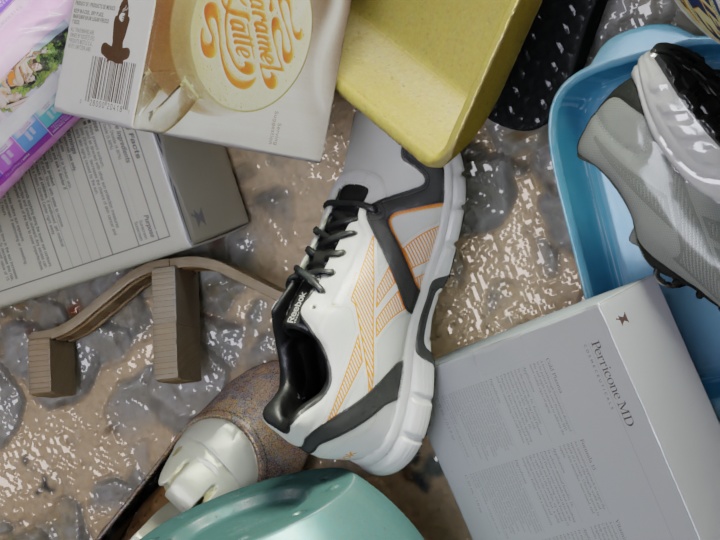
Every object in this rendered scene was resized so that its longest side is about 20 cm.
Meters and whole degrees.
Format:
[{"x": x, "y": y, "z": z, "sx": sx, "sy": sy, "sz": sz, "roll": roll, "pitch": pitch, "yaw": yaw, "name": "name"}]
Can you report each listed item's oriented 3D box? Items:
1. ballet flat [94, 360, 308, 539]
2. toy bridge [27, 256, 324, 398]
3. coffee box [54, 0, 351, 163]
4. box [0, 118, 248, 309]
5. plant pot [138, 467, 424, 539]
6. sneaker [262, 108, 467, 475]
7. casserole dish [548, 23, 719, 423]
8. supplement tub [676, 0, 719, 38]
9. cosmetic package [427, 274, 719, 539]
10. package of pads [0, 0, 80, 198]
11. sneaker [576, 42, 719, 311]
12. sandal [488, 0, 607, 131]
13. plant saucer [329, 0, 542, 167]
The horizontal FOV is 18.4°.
[{"x": -0.096, "y": 0.132, "z": 1.211, "sx": 0.068, "sy": 0.067, "sz": 0.200, "roll": 43, "pitch": 111, "yaw": 12, "name": "ballet flat"}, {"x": -0.101, "y": 0.028, "z": 1.209, "sx": 0.199, "sy": 0.027, "sz": 0.068, "roll": -7, "pitch": 81, "yaw": 27, "name": "toy bridge"}, {"x": -0.065, "y": -0.163, "z": 1.073, "sx": 0.080, "sy": 0.114, "sz": 0.202, "roll": 16, "pitch": 95, "yaw": 51, "name": "coffee box"}, {"x": -0.172, "y": -0.034, "z": 1.206, "sx": 0.199, "sy": 0.078, "sz": 0.096, "roll": -15, "pitch": 93, "yaw": 23, "name": "box"}, {"x": -0.035, "y": 0.196, "z": 1.120, "sx": 0.199, "sy": 0.200, "sz": 0.162, "roll": -16, "pitch": 98, "yaw": 23, "name": "plant pot"}, {"x": 0.000, "y": 0.000, "z": 1.119, "sx": 0.074, "sy": 0.080, "sz": 0.202, "roll": -5, "pitch": 77, "yaw": 56, "name": "sneaker"}, {"x": 0.166, "y": -0.023, "z": 1.097, "sx": 0.120, "sy": 0.039, "sz": 0.201, "roll": -14, "pitch": 93, "yaw": 23, "name": "casserole dish"}, {"x": 0.201, "y": -0.152, "z": 0.937, "sx": 0.144, "sy": 0.200, "sz": 0.146, "roll": -1, "pitch": 104, "yaw": -3, "name": "supplement tub"}, {"x": 0.121, "y": 0.119, "z": 1.103, "sx": 0.150, "sy": 0.052, "sz": 0.201, "roll": -23, "pitch": 91, "yaw": 51, "name": "cosmetic package"}, {"x": -0.191, "y": -0.110, "z": 1.142, "sx": 0.200, "sy": 0.076, "sz": 0.120, "roll": -46, "pitch": 44, "yaw": -6, "name": "package of pads"}, {"x": 0.178, "y": -0.009, "z": 1.043, "sx": 0.079, "sy": 0.074, "sz": 0.201, "roll": -41, "pitch": 78, "yaw": 31, "name": "sneaker"}, {"x": 0.108, "y": -0.164, "z": 1.096, "sx": 0.075, "sy": 0.048, "sz": 0.201, "roll": 34, "pitch": 122, "yaw": 11, "name": "sandal"}, {"x": 0.038, "y": -0.178, "z": 1.080, "sx": 0.200, "sy": 0.048, "sz": 0.201, "roll": 42, "pitch": 116, "yaw": 43, "name": "plant saucer"}]
